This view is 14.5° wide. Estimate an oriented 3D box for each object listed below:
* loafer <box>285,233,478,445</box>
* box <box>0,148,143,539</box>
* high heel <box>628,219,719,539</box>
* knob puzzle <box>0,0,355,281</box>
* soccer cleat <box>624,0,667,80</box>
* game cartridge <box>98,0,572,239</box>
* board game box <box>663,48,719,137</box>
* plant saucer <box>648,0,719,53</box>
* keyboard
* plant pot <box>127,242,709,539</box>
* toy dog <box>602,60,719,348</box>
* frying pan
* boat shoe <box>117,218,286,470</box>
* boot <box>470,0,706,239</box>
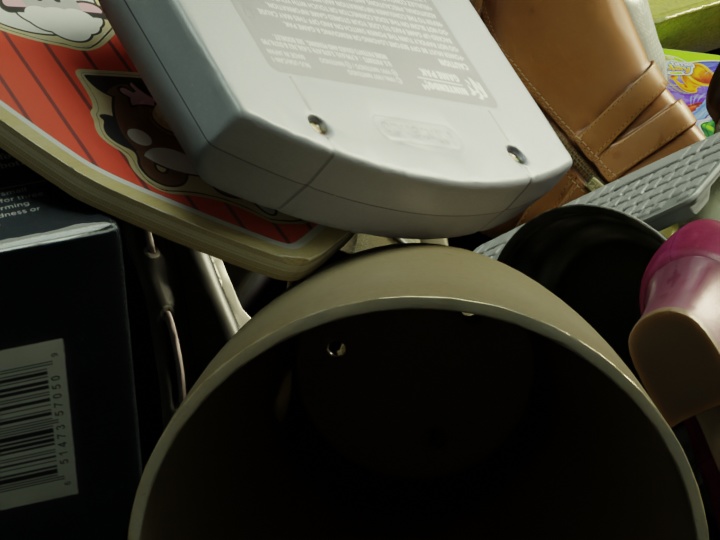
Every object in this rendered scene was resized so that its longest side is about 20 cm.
[{"bbox_3d":[0.000,0.000,1.178,0.067,0.076,0.200,6,30,-19],"label":"loafer"},{"bbox_3d":[-0.156,0.004,1.037,0.107,0.149,0.200,-12,35,-14],"label":"box"},{"bbox_3d":[0.157,0.077,1.005,0.067,0.200,0.096,-16,17,25],"label":"high heel"},{"bbox_3d":[-0.067,-0.073,1.001,0.219,0.030,0.220,23,30,-14],"label":"knob puzzle"},{"bbox_3d":[0.048,-0.107,1.332,0.200,0.086,0.070,4,28,22],"label":"soccer cleat"},{"bbox_3d":[-0.011,-0.072,1.003,0.200,0.040,0.133,5,44,-52],"label":"game cartridge"},{"bbox_3d":[0.229,-0.047,1.358,0.200,0.045,0.135,6,30,-6],"label":"board game box"},{"bbox_3d":[0.139,-0.162,1.509,0.200,0.048,0.200,-18,36,-41],"label":"plant saucer"},{"bbox_3d":[0.088,-0.018,1.151,0.011,0.200,0.056,45,57,-13],"label":"keyboard"},{"bbox_3d":[0.018,0.066,0.997,0.187,0.188,0.200,9,18,-3],"label":"plant pot"},{"bbox_3d":[0.174,-0.020,1.161,0.139,0.194,0.200,9,38,16],"label":"toy dog"},{"bbox_3d":[0.122,0.051,1.059,0.190,0.115,0.031,40,38,25],"label":"frying pan"},{"bbox_3d":[-0.093,-0.009,1.106,0.057,0.067,0.200,-14,70,-35],"label":"boat shoe"},{"bbox_3d":[0.105,-0.097,1.242,0.155,0.200,0.074,42,17,5],"label":"boot"}]
